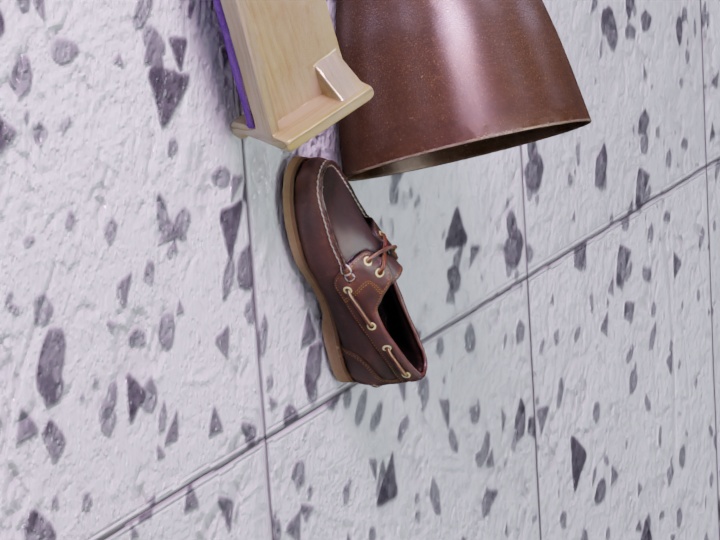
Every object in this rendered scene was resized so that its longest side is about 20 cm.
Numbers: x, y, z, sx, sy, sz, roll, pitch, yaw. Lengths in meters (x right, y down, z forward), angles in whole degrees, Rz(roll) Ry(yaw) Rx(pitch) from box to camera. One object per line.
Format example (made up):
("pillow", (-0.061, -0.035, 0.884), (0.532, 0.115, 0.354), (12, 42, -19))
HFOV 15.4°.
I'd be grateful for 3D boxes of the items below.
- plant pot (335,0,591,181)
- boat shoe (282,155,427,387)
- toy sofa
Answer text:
("plant pot", (0.055, -0.184, 1.939), (0.187, 0.186, 0.201), (-11, 88, -64))
("boat shoe", (0.000, 0.000, 1.933), (0.071, 0.070, 0.200), (-61, 143, -41))
("toy sofa", (-0.071, -0.188, 1.774), (0.083, 0.097, 0.201), (-36, 128, -29))
